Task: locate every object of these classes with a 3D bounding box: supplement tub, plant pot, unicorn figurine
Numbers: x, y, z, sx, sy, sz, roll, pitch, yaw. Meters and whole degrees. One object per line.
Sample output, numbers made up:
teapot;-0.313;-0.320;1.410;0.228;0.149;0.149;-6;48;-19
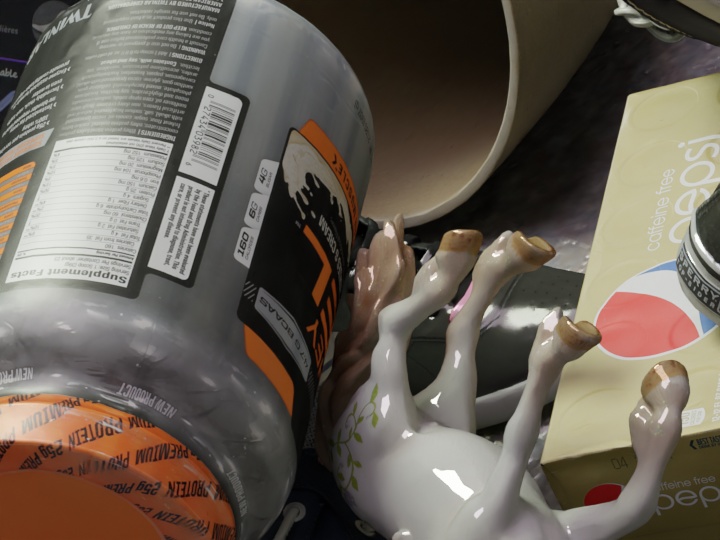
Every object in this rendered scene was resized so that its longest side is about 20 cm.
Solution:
supplement tub;-0.069;0.012;0.879;0.122;0.123;0.200;-12;41;25
plant pot;0.040;-0.144;1.138;0.187;0.187;0.200;2;28;41
unicorn figurine;0.031;0.068;0.825;0.137;0.074;0.200;-62;18;13

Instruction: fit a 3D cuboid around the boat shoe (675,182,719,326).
boat shoe;0.184;-0.037;0.891;0.200;0.064;0.071;-25;55;-39

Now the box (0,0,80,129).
box;-0.147;-0.093;1.076;0.106;0.200;0.122;7;-5;-30

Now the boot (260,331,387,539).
boot;-0.007;0.101;0.904;0.090;0.073;0.200;7;46;25

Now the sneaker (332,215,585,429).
sneaker;0.000;0.000;1.006;0.200;0.099;0.071;-2;37;35

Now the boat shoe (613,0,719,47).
boat shoe;0.126;-0.096;1.010;0.063;0.073;0.200;-32;-15;27

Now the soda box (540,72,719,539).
soda box;0.115;0.014;0.926;0.068;0.064;0.200;-13;34;24
